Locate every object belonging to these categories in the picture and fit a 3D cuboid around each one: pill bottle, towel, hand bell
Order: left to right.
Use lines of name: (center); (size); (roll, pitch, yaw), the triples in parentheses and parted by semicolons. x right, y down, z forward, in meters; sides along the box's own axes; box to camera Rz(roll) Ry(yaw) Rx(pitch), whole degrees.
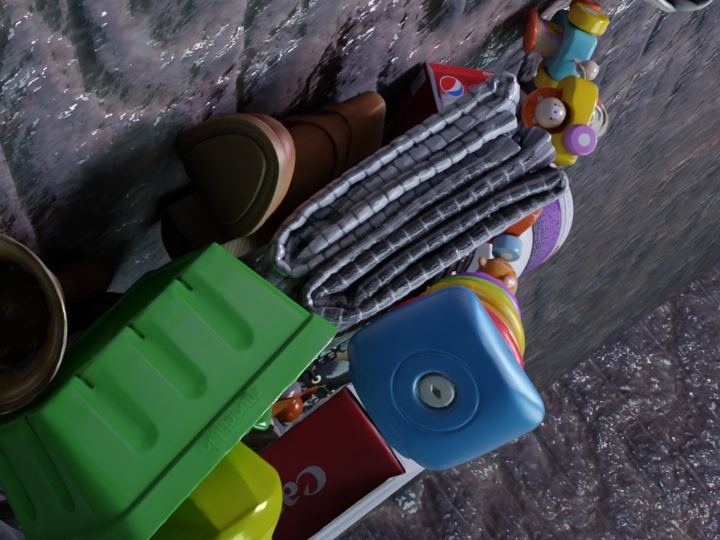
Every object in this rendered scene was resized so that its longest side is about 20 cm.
hand bell: (-0.190, 0.014, 1.019); (0.104, 0.104, 0.200); (-41, 179, 15)
towel: (0.033, -0.031, 1.104); (0.200, 0.086, 0.166); (-34, 176, -7)
pill bottle: (0.103, -0.038, 1.439); (0.111, 0.112, 0.200); (-44, 174, 25)

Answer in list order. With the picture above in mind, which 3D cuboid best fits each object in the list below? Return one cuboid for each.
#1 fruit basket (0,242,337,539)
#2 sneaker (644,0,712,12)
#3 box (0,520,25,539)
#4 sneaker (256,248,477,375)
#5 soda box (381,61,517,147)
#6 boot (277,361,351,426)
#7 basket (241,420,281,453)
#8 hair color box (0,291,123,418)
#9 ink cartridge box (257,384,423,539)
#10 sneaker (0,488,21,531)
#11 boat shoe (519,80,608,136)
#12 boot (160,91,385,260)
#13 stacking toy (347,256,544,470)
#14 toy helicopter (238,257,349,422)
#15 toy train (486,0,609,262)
fruit basket: (-0.101, 0.116, 1.009); (0.215, 0.216, 0.155); (-27, -176, -36)
sneaker: (0.227, -0.222, 1.253); (0.074, 0.089, 0.200); (-43, 167, 16)
box: (-0.293, 0.249, 1.238); (0.200, 0.199, 0.123); (-36, 164, -5)
sneaker: (0.000, 0.000, 1.241); (0.199, 0.090, 0.078); (-21, 154, -31)
soda box: (0.039, -0.069, 1.279); (0.070, 0.064, 0.200); (5, 145, -28)
boot: (-0.022, 0.042, 1.426); (0.153, 0.074, 0.204); (-25, 149, -10)
basket: (-0.159, 0.128, 1.341); (0.135, 0.124, 0.200); (-39, 168, 11)
hair color box: (-0.194, 0.067, 1.084); (0.101, 0.062, 0.200); (0, -165, 38)
ink cartridge box: (-0.054, 0.176, 1.297); (0.200, 0.084, 0.176); (-38, 171, 9)
sneaker: (-0.203, 0.134, 1.140); (0.199, 0.087, 0.080); (-3, -166, 31)
boat shoe: (0.176, -0.131, 1.439); (0.062, 0.071, 0.200); (-24, 175, 10)
boot: (-0.042, -0.076, 1.084); (0.154, 0.074, 0.200); (-30, 176, -26)
stacking toy: (0.076, 0.039, 1.190); (0.110, 0.116, 0.200); (-27, -166, 26)
toy helicopter: (-0.052, 0.060, 1.278); (0.199, 0.133, 0.079); (3, 143, -37)
toy train: (0.126, -0.116, 1.271); (0.150, 0.055, 0.201); (138, -33, -60)
